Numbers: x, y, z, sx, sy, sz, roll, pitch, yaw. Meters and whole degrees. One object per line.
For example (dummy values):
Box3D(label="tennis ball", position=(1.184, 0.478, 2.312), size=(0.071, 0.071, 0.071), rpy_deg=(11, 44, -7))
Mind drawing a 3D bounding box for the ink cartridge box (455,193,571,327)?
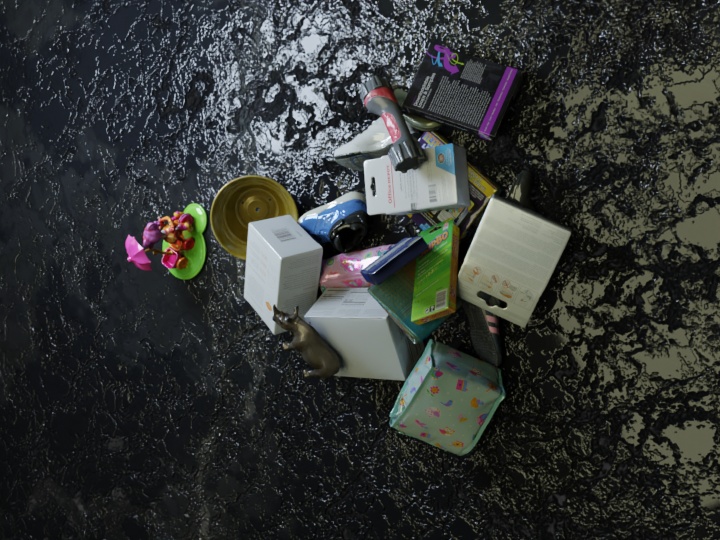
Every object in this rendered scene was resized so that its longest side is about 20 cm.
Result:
Box3D(label="ink cartridge box", position=(0.278, -0.018, 1.435), size=(0.158, 0.047, 0.202), rpy_deg=(25, 108, 7))

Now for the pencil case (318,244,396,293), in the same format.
Box3D(label="pencil case", position=(0.000, 0.000, 1.648), size=(0.198, 0.087, 0.089), rpy_deg=(-10, 88, 32))

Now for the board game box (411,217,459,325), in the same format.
Box3D(label="board game box", position=(0.145, -0.001, 1.476), size=(0.095, 0.030, 0.202), rpy_deg=(-24, 50, 42))

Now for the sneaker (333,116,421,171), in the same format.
Box3D(label="sneaker", position=(0.035, -0.272, 1.620), size=(0.198, 0.075, 0.088), rpy_deg=(-15, 62, 18))

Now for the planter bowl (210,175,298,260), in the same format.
Box3D(label="planter bowl", position=(-0.239, -0.130, 1.764), size=(0.197, 0.084, 0.203), rpy_deg=(-1, 112, -2))

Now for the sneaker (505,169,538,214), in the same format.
Box3D(label="sneaker", position=(0.314, -0.089, 1.468), size=(0.090, 0.076, 0.203), rpy_deg=(12, 107, 20))

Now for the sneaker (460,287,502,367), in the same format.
Box3D(label="sneaker", position=(0.256, 0.092, 1.512), size=(0.070, 0.081, 0.202), rpy_deg=(12, 124, 54))

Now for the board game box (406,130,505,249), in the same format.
Box3D(label="board game box", position=(0.166, -0.160, 1.554), size=(0.200, 0.056, 0.166), rpy_deg=(46, 112, 21))

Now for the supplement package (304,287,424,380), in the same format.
Box3D(label="supplement package", position=(0.010, 0.130, 1.603), size=(0.198, 0.111, 0.157), rpy_deg=(0, 122, 32))

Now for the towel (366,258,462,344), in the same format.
Box3D(label="towel", position=(0.128, 0.037, 1.519), size=(0.147, 0.199, 0.022), rpy_deg=(46, 151, 13))

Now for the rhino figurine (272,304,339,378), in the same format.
Box3D(label="rhino figurine", position=(-0.114, 0.143, 1.569), size=(0.087, 0.060, 0.201), rpy_deg=(-20, 112, 47))

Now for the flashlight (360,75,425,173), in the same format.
Box3D(label="flashlight", position=(0.056, -0.281, 1.487), size=(0.068, 0.067, 0.202), rpy_deg=(-44, 54, 44))

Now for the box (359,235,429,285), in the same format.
Box3D(label="box", position=(0.064, -0.019, 1.466), size=(0.121, 0.200, 0.033), rpy_deg=(-36, 93, -4))

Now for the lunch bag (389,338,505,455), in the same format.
Box3D(label="lunch bag", position=(0.166, 0.260, 1.508), size=(0.169, 0.122, 0.202), rpy_deg=(22, 119, -7))

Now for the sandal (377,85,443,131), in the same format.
Box3D(label="sandal", position=(0.091, -0.344, 1.562), size=(0.200, 0.080, 0.058), rpy_deg=(28, 151, 31))

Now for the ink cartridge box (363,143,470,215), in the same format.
Box3D(label="ink cartridge box", position=(0.110, -0.174, 1.515), size=(0.198, 0.066, 0.118), rpy_deg=(-5, 89, 31))

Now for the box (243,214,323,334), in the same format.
Box3D(label="box", position=(-0.172, 0.008, 1.683), size=(0.152, 0.105, 0.202), rpy_deg=(44, 137, 40))

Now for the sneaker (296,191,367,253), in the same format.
Box3D(label="sneaker", position=(-0.068, -0.080, 1.670), size=(0.198, 0.077, 0.112), rpy_deg=(-26, 49, 24))

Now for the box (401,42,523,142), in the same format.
Box3D(label="box", position=(0.196, -0.346, 1.489), size=(0.198, 0.036, 0.144), rpy_deg=(23, 82, 17))

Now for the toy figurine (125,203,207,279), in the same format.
Box3D(label="toy figurine", position=(-0.483, -0.070, 1.878), size=(0.149, 0.183, 0.202), rpy_deg=(34, 109, 24))
